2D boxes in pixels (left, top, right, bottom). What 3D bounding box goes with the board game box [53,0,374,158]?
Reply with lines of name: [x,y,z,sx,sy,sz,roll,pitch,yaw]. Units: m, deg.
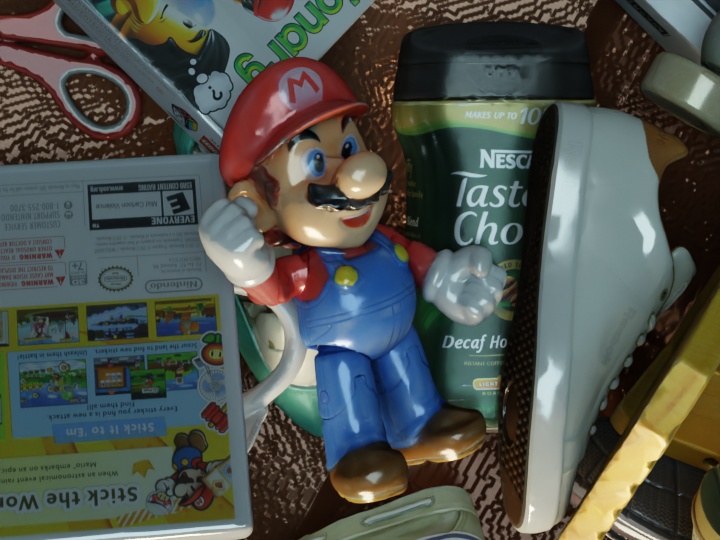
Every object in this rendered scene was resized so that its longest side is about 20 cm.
board game box: [-0.046,-0.168,0.925,0.126,0.035,0.200,43,72,-6]

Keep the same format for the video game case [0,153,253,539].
video game case: [-0.154,0.039,0.861,0.198,0.023,0.184,-3,71,-7]

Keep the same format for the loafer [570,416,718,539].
loafer: [0.183,0.138,0.978,0.198,0.072,0.063,19,135,-3]

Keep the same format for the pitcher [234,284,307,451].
pitcher: [-0.136,0.057,0.921,0.198,0.121,0.173,22,98,2]

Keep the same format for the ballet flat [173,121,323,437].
ballet flat: [-0.043,0.000,0.952,0.067,0.070,0.202,-23,96,-3]

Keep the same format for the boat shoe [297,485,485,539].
boat shoe: [-0.023,0.170,0.974,0.198,0.062,0.072,-19,131,13]

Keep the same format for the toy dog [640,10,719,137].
toy dog: [0.235,-0.079,0.908,0.198,0.096,0.133,8,107,-28]

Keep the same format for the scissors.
scissors: [-0.194,-0.126,0.965,0.198,0.014,0.074,19,96,-3]

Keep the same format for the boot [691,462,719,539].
boot: [0.217,0.144,0.891,0.173,0.201,0.067,-5,55,-5]

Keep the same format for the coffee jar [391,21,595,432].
coffee jar: [0.067,-0.023,0.948,0.103,0.085,0.202,-1,95,-3]

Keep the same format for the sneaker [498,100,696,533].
sneaker: [0.115,0.026,0.880,0.084,0.073,0.202,8,92,-10]

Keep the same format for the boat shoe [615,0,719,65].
boat shoe: [0.151,-0.169,0.945,0.199,0.074,0.068,44,89,-8]

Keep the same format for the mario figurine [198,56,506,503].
mario figurine: [0.000,0.000,0.854,0.105,0.123,0.202,-17,98,17]

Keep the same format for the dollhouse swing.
dollhouse swing: [0.205,0.066,0.870,0.180,0.201,0.177,21,52,-1]
